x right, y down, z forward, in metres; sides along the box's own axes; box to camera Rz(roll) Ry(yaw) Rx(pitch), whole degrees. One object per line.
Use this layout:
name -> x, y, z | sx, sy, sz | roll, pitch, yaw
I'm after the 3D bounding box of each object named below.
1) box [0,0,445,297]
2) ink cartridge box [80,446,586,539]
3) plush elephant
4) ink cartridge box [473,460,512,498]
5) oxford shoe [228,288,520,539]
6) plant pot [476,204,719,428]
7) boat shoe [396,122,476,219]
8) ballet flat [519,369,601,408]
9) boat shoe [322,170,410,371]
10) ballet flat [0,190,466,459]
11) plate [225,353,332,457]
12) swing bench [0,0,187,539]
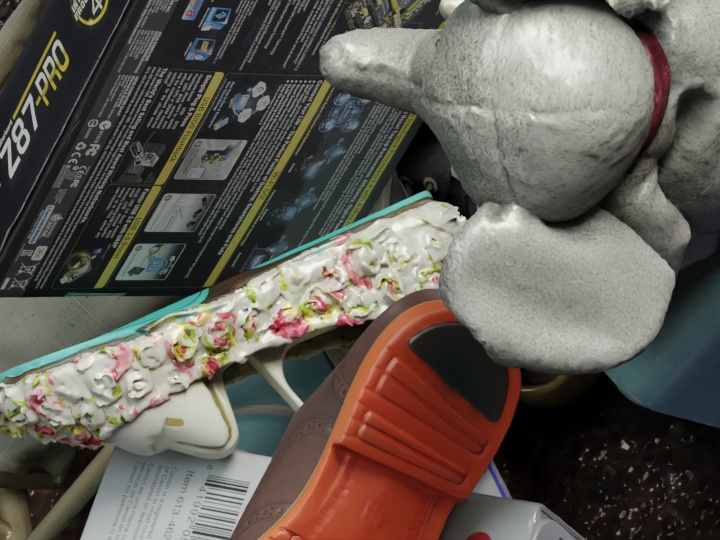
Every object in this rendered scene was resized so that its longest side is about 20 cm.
box -> -0.044, -0.073, 1.035 | 0.200, 0.161, 0.049 | -59, 46, 35
ink cartridge box -> -0.018, 0.154, 1.060 | 0.200, 0.083, 0.146 | 7, 69, 35
plush elephant -> 0.065, -0.055, 0.893 | 0.200, 0.155, 0.165 | 16, 99, 51
ink cartridge box -> -0.008, 0.150, 1.170 | 0.200, 0.043, 0.198 | -38, 52, 17
oxford shoe -> -0.011, 0.097, 1.004 | 0.200, 0.071, 0.073 | -56, 16, 3
plant pot -> 0.158, -0.049, 1.043 | 0.200, 0.196, 0.196 | -57, 47, 18
boat shoe -> 0.048, -0.050, 1.209 | 0.200, 0.070, 0.066 | -21, 57, 21
ballet flat -> 0.078, -0.042, 1.132 | 0.069, 0.063, 0.200 | 0, 97, 16
boat shoe -> 0.000, 0.000, 1.164 | 0.073, 0.062, 0.200 | -30, 55, 2
ballet flat -> -0.042, 0.033, 1.066 | 0.200, 0.076, 0.064 | -23, 81, -6
plate -> -0.046, 0.122, 1.167 | 0.200, 0.026, 0.200 | -15, 61, 29
swing bench -> -0.139, -0.006, 1.249 | 0.199, 0.130, 0.200 | -48, 22, 35
